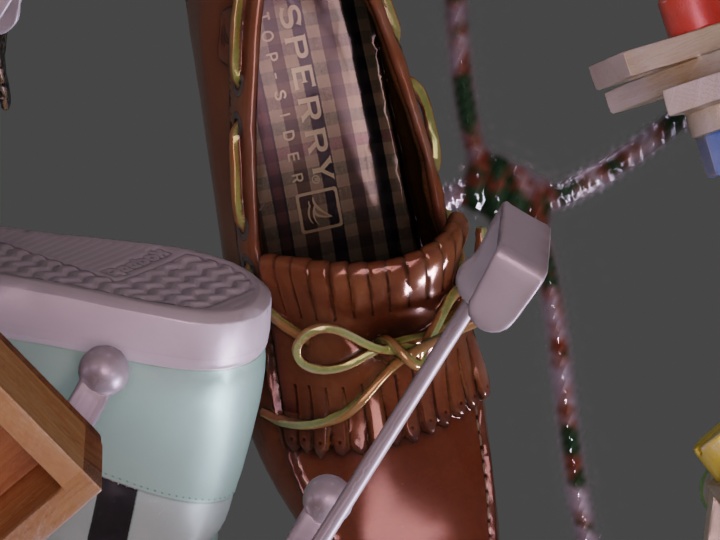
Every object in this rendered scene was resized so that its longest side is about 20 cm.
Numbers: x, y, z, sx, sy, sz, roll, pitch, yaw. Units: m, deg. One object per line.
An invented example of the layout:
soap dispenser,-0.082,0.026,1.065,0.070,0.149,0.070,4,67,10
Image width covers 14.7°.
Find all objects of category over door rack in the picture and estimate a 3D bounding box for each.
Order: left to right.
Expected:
over door rack,-0.058,0.021,0.681,0.147,0.067,0.200,29,123,-7

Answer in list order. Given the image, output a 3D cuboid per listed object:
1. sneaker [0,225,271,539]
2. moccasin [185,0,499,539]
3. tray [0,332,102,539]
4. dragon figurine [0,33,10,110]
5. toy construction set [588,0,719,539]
sneaker,-0.129,0.044,0.770,0.199,0.074,0.119,11,111,7
moccasin,0.002,0.000,0.779,0.073,0.078,0.203,-8,91,-13
tray,-0.165,0.073,0.639,0.200,0.037,0.099,-40,107,9
dragon figurine,-0.037,-0.129,0.757,0.200,0.099,0.059,-45,112,-6
toy construction set,0.133,0.008,0.795,0.130,0.092,0.201,-17,103,-6
